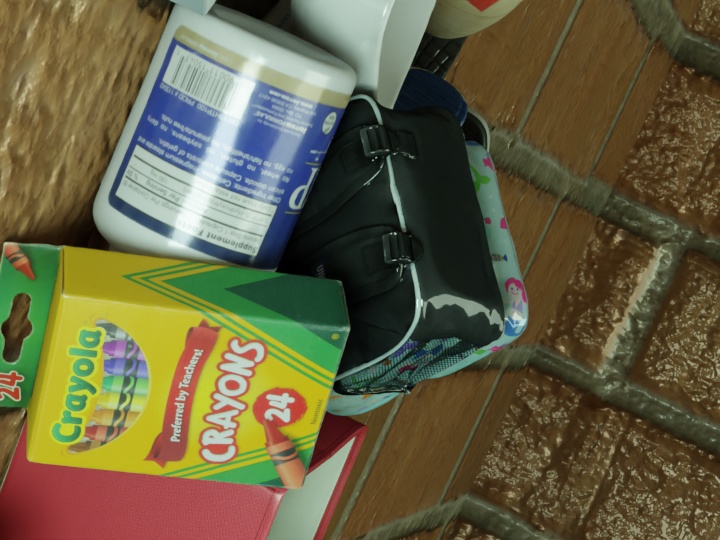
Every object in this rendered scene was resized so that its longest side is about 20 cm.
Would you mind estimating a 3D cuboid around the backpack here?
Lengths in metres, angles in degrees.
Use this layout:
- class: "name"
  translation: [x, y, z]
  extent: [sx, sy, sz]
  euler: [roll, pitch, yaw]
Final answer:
- class: "backpack"
  translation: [0.000, 0.000, 1.414]
  extent: [0.150, 0.178, 0.200]
  euler: [9, 149, -44]

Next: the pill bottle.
- class: "pill bottle"
  translation: [-0.093, -0.052, 1.336]
  extent: [0.200, 0.119, 0.120]
  euler: [-66, 168, 10]

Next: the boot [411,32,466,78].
- class: "boot"
  translation: [0.027, -0.139, 1.816]
  extent: [0.200, 0.070, 0.132]
  euler: [-54, 172, 7]

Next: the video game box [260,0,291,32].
- class: "video game box"
  translation: [-0.041, -0.125, 1.583]
  extent: [0.182, 0.047, 0.200]
  euler: [-56, 166, -42]

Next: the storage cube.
- class: "storage cube"
  translation: [-0.126, 0.157, 1.476]
  extent: [0.200, 0.179, 0.171]
  euler: [-69, 167, 17]

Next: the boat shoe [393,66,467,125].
- class: "boat shoe"
  translation: [0.013, -0.087, 1.645]
  extent: [0.200, 0.072, 0.072]
  euler: [-44, 168, -52]

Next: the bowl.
- class: "bowl"
  translation: [0.012, -0.207, 1.418]
  extent: [0.200, 0.074, 0.200]
  euler: [95, 17, -69]

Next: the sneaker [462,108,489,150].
- class: "sneaker"
  translation: [0.064, -0.063, 1.804]
  extent: [0.200, 0.084, 0.121]
  euler: [-61, 173, 32]

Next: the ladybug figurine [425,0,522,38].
- class: "ladybug figurine"
  translation: [0.097, -0.271, 1.691]
  extent: [0.072, 0.136, 0.200]
  euler: [27, 105, -46]

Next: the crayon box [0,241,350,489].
- class: "crayon box"
  translation: [-0.117, 0.057, 1.284]
  extent: [0.051, 0.199, 0.127]
  euler: [-101, -158, -52]

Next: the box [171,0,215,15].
- class: "box"
  translation: [-0.053, -0.266, 1.260]
  extent: [0.200, 0.041, 0.156]
  euler: [-56, 165, -32]
